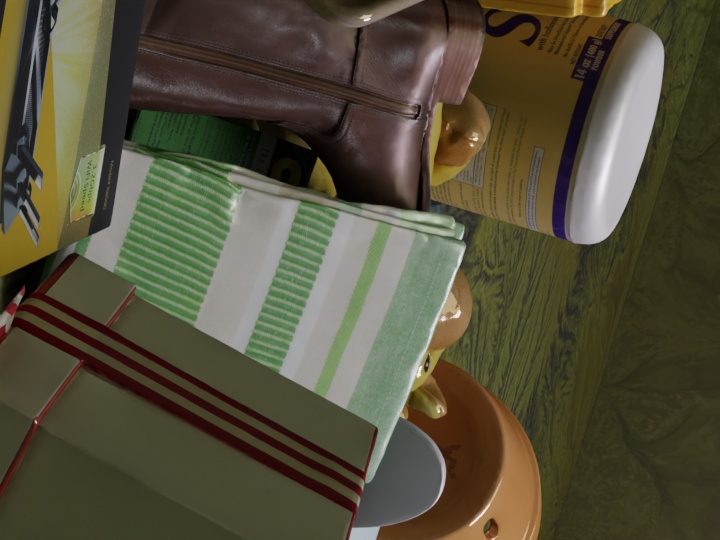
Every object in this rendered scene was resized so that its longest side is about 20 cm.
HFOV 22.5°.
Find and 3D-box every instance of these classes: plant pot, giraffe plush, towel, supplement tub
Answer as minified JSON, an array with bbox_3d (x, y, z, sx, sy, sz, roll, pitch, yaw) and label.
[{"bbox_3d":[0.032,0.145,1.282,0.140,0.200,0.200,85,26,-67],"label":"plant pot"},{"bbox_3d":[0.000,0.000,1.039,0.200,0.172,0.163,120,-40,-51],"label":"giraffe plush"},{"bbox_3d":[-0.060,0.021,0.893,0.153,0.200,0.023,-68,-156,18],"label":"towel"},{"bbox_3d":[0.082,-0.110,1.168,0.145,0.199,0.146,17,90,-75],"label":"supplement tub"}]

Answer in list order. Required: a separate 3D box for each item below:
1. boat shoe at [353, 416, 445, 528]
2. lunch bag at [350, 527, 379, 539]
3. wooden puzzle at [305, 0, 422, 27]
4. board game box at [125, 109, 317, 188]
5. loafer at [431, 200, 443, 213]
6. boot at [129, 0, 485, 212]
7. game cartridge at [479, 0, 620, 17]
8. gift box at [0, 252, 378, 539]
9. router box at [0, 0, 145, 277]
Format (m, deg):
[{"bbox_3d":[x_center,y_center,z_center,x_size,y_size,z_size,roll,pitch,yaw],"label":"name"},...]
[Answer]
[{"bbox_3d":[-0.051,0.096,0.991,0.057,0.199,0.069,0,97,-82],"label":"boat shoe"},{"bbox_3d":[-0.058,0.182,1.092,0.171,0.122,0.200,-64,-170,-29],"label":"lunch bag"},{"bbox_3d":[-0.031,-0.205,0.839,0.037,0.200,0.185,-31,-177,26],"label":"wooden puzzle"},{"bbox_3d":[-0.098,0.017,0.935,0.023,0.105,0.201,14,-94,66],"label":"board game box"},{"bbox_3d":[0.038,-0.079,1.343,0.200,0.072,0.063,100,-3,-76],"label":"loafer"},{"bbox_3d":[-0.057,-0.072,0.889,0.064,0.199,0.187,52,-50,56],"label":"boot"},{"bbox_3d":[0.093,-0.204,1.157,0.200,0.176,0.033,-48,143,-57],"label":"game cartridge"},{"bbox_3d":[-0.113,0.110,0.741,0.185,0.186,0.200,-61,-178,13],"label":"gift box"},{"bbox_3d":[-0.143,-0.100,0.732,0.157,0.052,0.201,-36,140,-66],"label":"router box"}]
